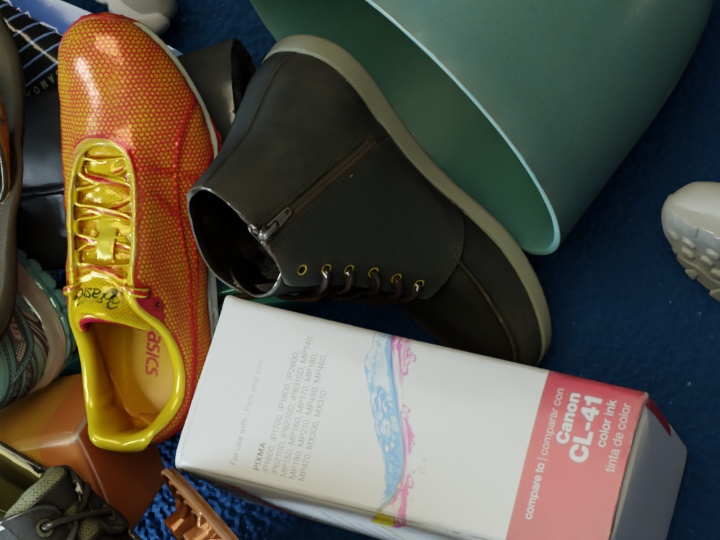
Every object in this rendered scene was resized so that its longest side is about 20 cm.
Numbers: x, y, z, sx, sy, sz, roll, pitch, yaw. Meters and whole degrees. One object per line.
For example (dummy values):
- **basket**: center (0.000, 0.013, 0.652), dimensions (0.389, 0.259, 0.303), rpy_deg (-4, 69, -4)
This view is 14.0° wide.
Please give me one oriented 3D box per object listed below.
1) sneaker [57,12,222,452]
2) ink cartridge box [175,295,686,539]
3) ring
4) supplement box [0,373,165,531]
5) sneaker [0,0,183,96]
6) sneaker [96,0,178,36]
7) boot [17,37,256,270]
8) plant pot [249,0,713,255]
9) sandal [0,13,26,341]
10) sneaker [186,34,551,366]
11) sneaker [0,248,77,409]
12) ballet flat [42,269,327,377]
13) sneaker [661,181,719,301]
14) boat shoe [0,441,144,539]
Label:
- **sneaker**: center (-0.100, -0.015, 1.305), dimensions (0.073, 0.077, 0.201), rpy_deg (-4, 105, 20)
- **ink cartridge box**: center (0.036, 0.083, 1.323), dimensions (0.199, 0.148, 0.086), rpy_deg (15, 82, 16)
- **ring**: center (-0.028, 0.169, 1.296), dimensions (0.019, 0.200, 0.201), rpy_deg (-39, 73, -8)
- **supplement box**: center (-0.198, 0.103, 1.394), dimensions (0.199, 0.067, 0.069), rpy_deg (-9, 115, 23)
- **sneaker**: center (-0.172, -0.099, 1.449), dimensions (0.200, 0.070, 0.078), rpy_deg (23, 85, 18)
- **sneaker**: center (-0.127, -0.211, 1.454), dimensions (0.082, 0.075, 0.200), rpy_deg (-25, 75, 10)
- **boot**: center (-0.145, -0.079, 1.372), dimensions (0.199, 0.066, 0.165), rpy_deg (-8, 105, 24)
- **plant pot**: center (0.069, -0.134, 1.334), dimensions (0.200, 0.201, 0.161), rpy_deg (41, 79, 17)
- **sandal**: center (-0.192, -0.056, 1.304), dimensions (0.081, 0.055, 0.201), rpy_deg (-4, 64, 1)
- **sneaker**: center (0.000, 0.000, 1.332), dimensions (0.075, 0.200, 0.106), rpy_deg (-14, 34, 50)
- **sneaker**: center (-0.224, -0.008, 1.342), dimensions (0.200, 0.086, 0.078), rpy_deg (34, 119, 3)
- **ballet flat**: center (-0.113, 0.010, 1.414), dimensions (0.200, 0.067, 0.071), rpy_deg (-19, 78, 11)
- **sneaker**: center (0.236, -0.007, 1.336), dimensions (0.199, 0.076, 0.081), rpy_deg (19, 74, 12)
- **boat shoe**: center (-0.146, 0.117, 1.302), dimensions (0.200, 0.072, 0.066), rpy_deg (25, 123, 13)
